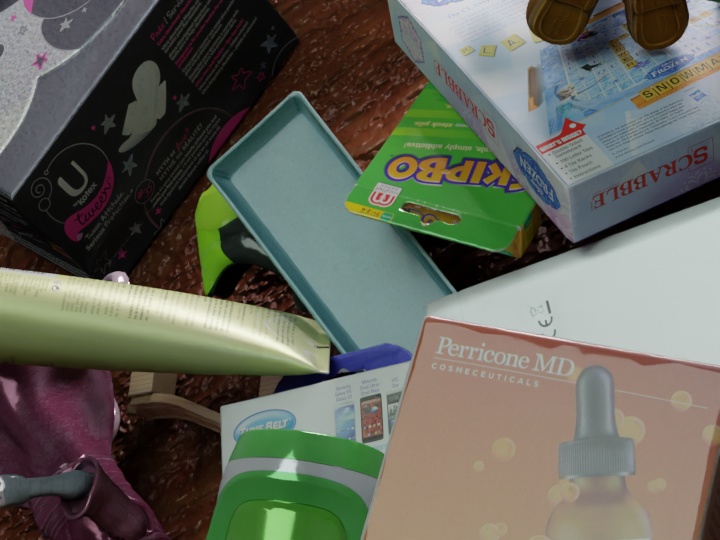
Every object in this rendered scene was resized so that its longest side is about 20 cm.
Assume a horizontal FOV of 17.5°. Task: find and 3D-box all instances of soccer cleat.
[{"bbox_3d":[0.001,-0.018,1.291,0.199,0.067,0.082,-1,87,23],"label":"soccer cleat"}]

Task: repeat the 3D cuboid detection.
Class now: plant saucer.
[{"bbox_3d":[0.000,0.000,1.241,0.070,0.019,0.200,-41,71,9],"label":"plant saucer"}]

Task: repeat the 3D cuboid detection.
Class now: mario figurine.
[{"bbox_3d":[0.124,-0.191,1.242,0.106,0.123,0.201,-36,38,35],"label":"mario figurine"}]

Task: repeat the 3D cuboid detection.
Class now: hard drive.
[{"bbox_3d":[0.139,0.047,1.150,0.199,0.027,0.133,-20,70,20],"label":"hard drive"}]

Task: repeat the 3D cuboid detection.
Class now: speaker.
[{"bbox_3d":[-0.037,0.180,1.098,0.088,0.088,0.201,-1,72,32],"label":"speaker"}]

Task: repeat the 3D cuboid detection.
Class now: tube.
[{"bbox_3d":[-0.114,0.032,1.226,0.198,0.052,0.058,5,59,-2],"label":"tube"}]

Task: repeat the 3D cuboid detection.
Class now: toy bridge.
[{"bbox_3d":[-0.043,0.062,1.280,0.199,0.027,0.068,-12,54,24],"label":"toy bridge"}]

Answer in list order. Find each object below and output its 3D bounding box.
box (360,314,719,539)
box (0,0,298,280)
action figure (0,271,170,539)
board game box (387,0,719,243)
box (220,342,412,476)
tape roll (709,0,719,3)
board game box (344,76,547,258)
[{"bbox_3d":[0.083,0.140,1.052,0.151,0.106,0.201,9,71,20],"label":"box"},{"bbox_3d":[-0.161,-0.114,1.420,0.132,0.115,0.200,26,74,41],"label":"box"},{"bbox_3d":[-0.152,0.123,1.273,0.148,0.134,0.200,-24,64,-32],"label":"action figure"},{"bbox_3d":[0.146,-0.121,1.231,0.199,0.041,0.200,-23,45,-14],"label":"board game box"},{"bbox_3d":[-0.011,0.132,1.176,0.118,0.041,0.201,-15,66,24],"label":"box"},{"bbox_3d":[0.204,-0.222,1.148,0.199,0.048,0.202,-5,58,8],"label":"tape roll"},{"bbox_3d":[0.075,-0.078,1.247,0.095,0.030,0.200,15,45,22],"label":"board game box"}]
